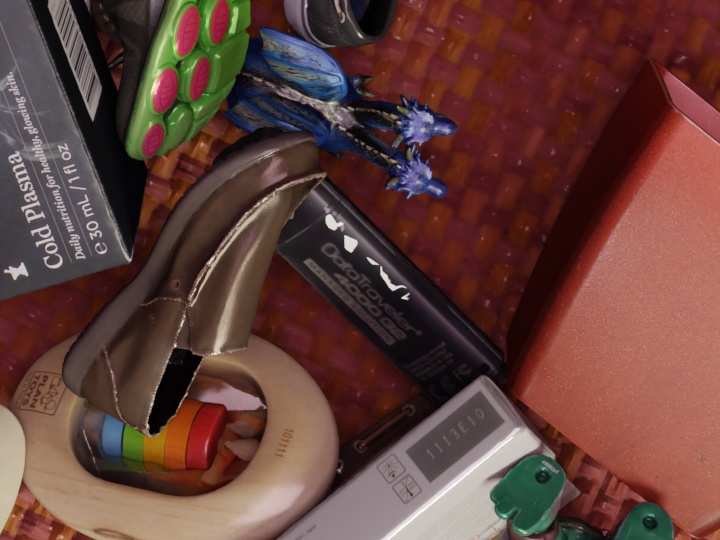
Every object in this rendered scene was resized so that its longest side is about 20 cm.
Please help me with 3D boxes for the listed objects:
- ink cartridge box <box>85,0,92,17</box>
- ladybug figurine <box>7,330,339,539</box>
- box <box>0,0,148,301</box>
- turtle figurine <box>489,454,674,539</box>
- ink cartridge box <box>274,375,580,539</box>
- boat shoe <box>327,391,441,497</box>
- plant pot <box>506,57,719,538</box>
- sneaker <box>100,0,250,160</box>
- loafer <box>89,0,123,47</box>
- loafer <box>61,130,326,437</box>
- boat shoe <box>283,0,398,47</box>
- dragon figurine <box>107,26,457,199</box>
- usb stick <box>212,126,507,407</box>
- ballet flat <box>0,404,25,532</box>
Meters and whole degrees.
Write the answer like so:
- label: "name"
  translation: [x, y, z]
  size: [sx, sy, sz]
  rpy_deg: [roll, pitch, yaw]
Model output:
- label: "ink cartridge box"
  translation: [-0.219, -0.203, 1.602]
  size: [0.159, 0.047, 0.201]
  rpy_deg: [10, 88, -4]
- label: "ladybug figurine"
  translation: [-0.100, 0.096, 1.586]
  size: [0.199, 0.072, 0.136]
  rpy_deg: [13, 67, 23]
- label: "box"
  translation: [-0.238, -0.085, 1.524]
  size: [0.196, 0.124, 0.201]
  rpy_deg: [-16, 114, 9]
- label: "turtle figurine"
  translation: [0.105, 0.178, 1.591]
  size: [0.149, 0.200, 0.101]
  rpy_deg: [8, 57, -3]
- label: "ink cartridge box"
  translation: [0.020, 0.150, 1.580]
  size: [0.200, 0.174, 0.044]
  rpy_deg: [-39, 71, 2]
- label: "boat shoe"
  translation: [-0.026, 0.131, 1.626]
  size: [0.199, 0.072, 0.072]
  rpy_deg: [-32, 63, -1]
- label: "plant pot"
  translation: [0.184, 0.025, 1.575]
  size: [0.200, 0.200, 0.177]
  rpy_deg: [38, 101, -5]
- label: "sneaker"
  translation: [-0.108, -0.159, 1.533]
  size: [0.083, 0.077, 0.201]
  rpy_deg: [12, 104, 39]
- label: "loafer"
  translation: [-0.073, -0.207, 1.579]
  size: [0.076, 0.067, 0.200]
  rpy_deg: [44, 106, 4]
- label: "loafer"
  translation: [-0.074, 0.009, 1.517]
  size: [0.071, 0.073, 0.200]
  rpy_deg: [47, 118, 15]
- label: "boat shoe"
  translation: [0.008, -0.219, 1.590]
  size: [0.070, 0.066, 0.201]
  rpy_deg: [12, 93, -41]
- label: "dragon figurine"
  translation: [-0.039, -0.097, 1.589]
  size: [0.199, 0.099, 0.059]
  rpy_deg: [23, 91, -5]
- label: "usb stick"
  translation: [0.000, 0.000, 1.580]
  size: [0.055, 0.033, 0.200]
  rpy_deg: [-33, 113, 33]
- label: "ballet flat"
  translation: [-0.241, 0.158, 1.538]
  size: [0.069, 0.069, 0.200]
  rpy_deg: [34, 84, -5]
